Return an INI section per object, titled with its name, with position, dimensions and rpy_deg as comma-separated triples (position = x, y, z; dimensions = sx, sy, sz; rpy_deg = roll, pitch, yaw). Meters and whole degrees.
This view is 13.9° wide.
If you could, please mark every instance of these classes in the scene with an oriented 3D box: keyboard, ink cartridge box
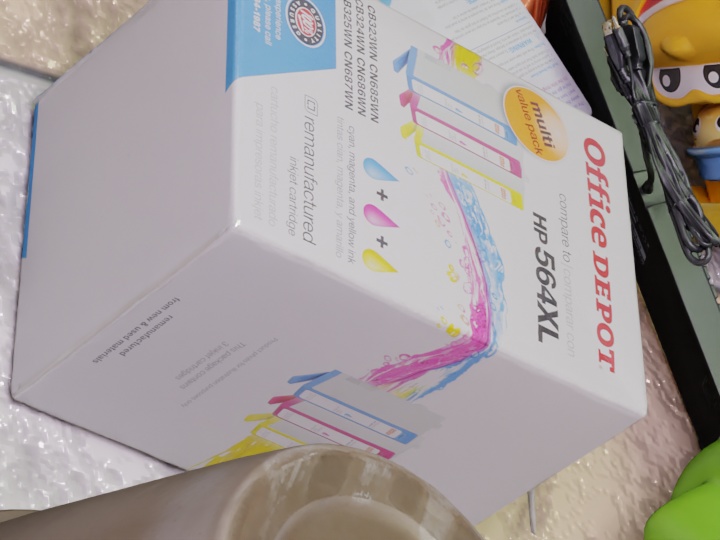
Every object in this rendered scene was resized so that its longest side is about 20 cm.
[keyboard]
position = 0.117, -0.030, 1.165
dimensions = 0.021, 0.127, 0.200
rpy_deg = -19, 75, -6
[ink cartridge box]
position = 0.000, 0.000, 1.011
dimensions = 0.200, 0.125, 0.129
rpy_deg = 24, 47, -31

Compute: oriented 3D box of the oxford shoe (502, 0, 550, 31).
[oxford shoe]
position = 0.056, -0.169, 1.255
dimensions = 0.073, 0.071, 0.200
rpy_deg = 10, 56, -1

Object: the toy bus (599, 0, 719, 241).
[toy bus]
position = 0.184, -0.057, 1.239
dimensions = 0.200, 0.136, 0.192
rpy_deg = 10, 83, -46

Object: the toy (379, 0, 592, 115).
[toy]
position = -0.004, -0.120, 1.157
dimensions = 0.115, 0.047, 0.200
rpy_deg = -30, 88, -49

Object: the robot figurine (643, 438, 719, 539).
[robot figurine]
position = 0.199, 0.099, 1.127
dimensions = 0.200, 0.176, 0.116
rpy_deg = -20, 38, -34

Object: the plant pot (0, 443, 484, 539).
[plant pot]
position = -0.045, 0.136, 0.830
dimensions = 0.200, 0.173, 0.200
rpy_deg = 27, 46, -31
